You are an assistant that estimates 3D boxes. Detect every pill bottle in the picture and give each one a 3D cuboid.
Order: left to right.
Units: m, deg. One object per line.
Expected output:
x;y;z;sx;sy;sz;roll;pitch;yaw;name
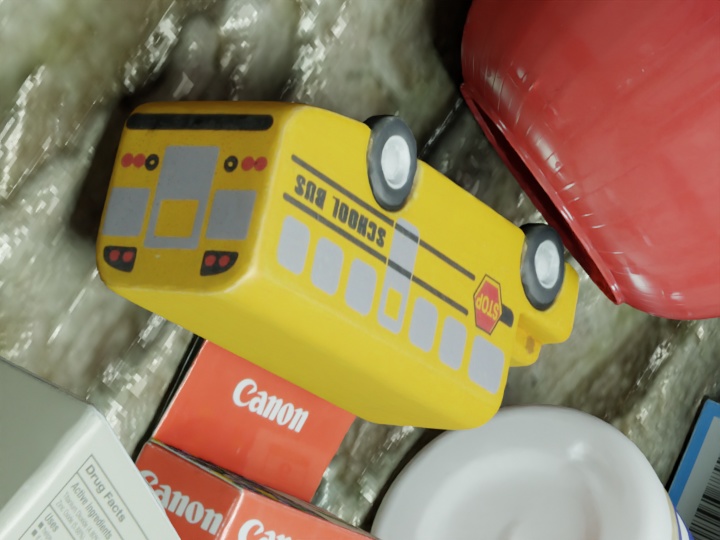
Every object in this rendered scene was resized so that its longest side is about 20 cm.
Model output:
0.091;0.151;0.981;0.120;0.120;0.200;-55;142;-16;pill bottle

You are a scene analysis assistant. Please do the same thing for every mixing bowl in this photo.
0.105;-0.058;0.855;0.108;0.200;0.200;-35;140;1;mixing bowl

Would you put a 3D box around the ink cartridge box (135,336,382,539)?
-0.042;0.109;0.847;0.109;0.050;0.200;29;86;-54;ink cartridge box

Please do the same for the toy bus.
0.000;0.000;0.812;0.200;0.065;0.078;31;65;-54;toy bus

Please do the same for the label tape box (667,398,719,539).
0.205;0.155;1.176;0.200;0.063;0.144;23;90;-54;label tape box

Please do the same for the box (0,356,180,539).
-0.145;0.124;0.699;0.200;0.078;0.095;-49;141;-23;box
